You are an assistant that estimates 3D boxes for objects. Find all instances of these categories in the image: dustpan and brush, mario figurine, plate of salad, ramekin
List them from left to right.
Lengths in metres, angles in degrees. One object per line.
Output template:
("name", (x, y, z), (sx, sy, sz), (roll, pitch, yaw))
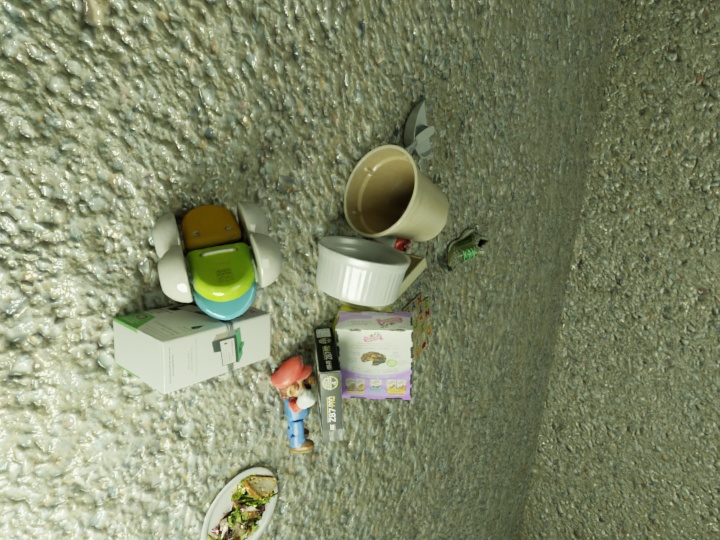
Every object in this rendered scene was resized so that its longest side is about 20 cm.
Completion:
("plate of salad", (-0.241, 0.513, 1.061), (0.200, 0.048, 0.201), (-23, 120, -47))
("mario figurine", (-0.120, 0.277, 1.077), (0.106, 0.123, 0.201), (-22, 114, -50))
("ramekin", (0.000, 0.000, 1.083), (0.200, 0.200, 0.098), (-8, 115, -51))
("dustpan and brush", (0.138, -0.324, 1.258), (0.200, 0.057, 0.140), (-43, 133, -36))

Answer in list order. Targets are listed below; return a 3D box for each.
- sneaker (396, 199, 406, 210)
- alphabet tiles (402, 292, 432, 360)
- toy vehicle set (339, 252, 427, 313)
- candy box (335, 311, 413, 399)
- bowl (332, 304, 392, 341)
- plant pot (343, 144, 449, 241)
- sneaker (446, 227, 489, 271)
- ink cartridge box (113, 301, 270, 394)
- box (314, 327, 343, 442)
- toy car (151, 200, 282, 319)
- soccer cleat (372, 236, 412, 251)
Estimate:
("sneaker", (0.153, -0.151, 1.303), (0.200, 0.087, 0.074), (12, 103, -55))
("alphabet tiles", (0.163, 0.173, 1.506), (0.166, 0.006, 0.201), (-37, 129, -41))
("toy vehicle set", (0.054, 0.023, 1.215), (0.200, 0.124, 0.027), (-44, 133, -34))
("candy box", (0.034, 0.191, 1.141), (0.072, 0.166, 0.201), (-81, 171, -59))
("bowl", (0.031, 0.157, 1.245), (0.200, 0.107, 0.202), (-21, 117, -47))
("plant pot", (0.095, -0.150, 1.132), (0.183, 0.200, 0.202), (17, 89, -48))
("sneaker", (0.336, -0.064, 1.581), (0.200, 0.088, 0.077), (-45, 134, -34))
("ink cartridge box", (-0.263, 0.109, 0.814), (0.199, 0.145, 0.085), (-13, 111, -51))
("box", (-0.070, 0.236, 1.085), (0.049, 0.200, 0.162), (-5, 110, -8))
("toy car", (-0.222, -0.008, 0.799), (0.174, 0.200, 0.151), (-12, 135, -20))
("soccer cleat", (0.089, -0.085, 1.275), (0.200, 0.085, 0.069), (-43, 154, -66))
